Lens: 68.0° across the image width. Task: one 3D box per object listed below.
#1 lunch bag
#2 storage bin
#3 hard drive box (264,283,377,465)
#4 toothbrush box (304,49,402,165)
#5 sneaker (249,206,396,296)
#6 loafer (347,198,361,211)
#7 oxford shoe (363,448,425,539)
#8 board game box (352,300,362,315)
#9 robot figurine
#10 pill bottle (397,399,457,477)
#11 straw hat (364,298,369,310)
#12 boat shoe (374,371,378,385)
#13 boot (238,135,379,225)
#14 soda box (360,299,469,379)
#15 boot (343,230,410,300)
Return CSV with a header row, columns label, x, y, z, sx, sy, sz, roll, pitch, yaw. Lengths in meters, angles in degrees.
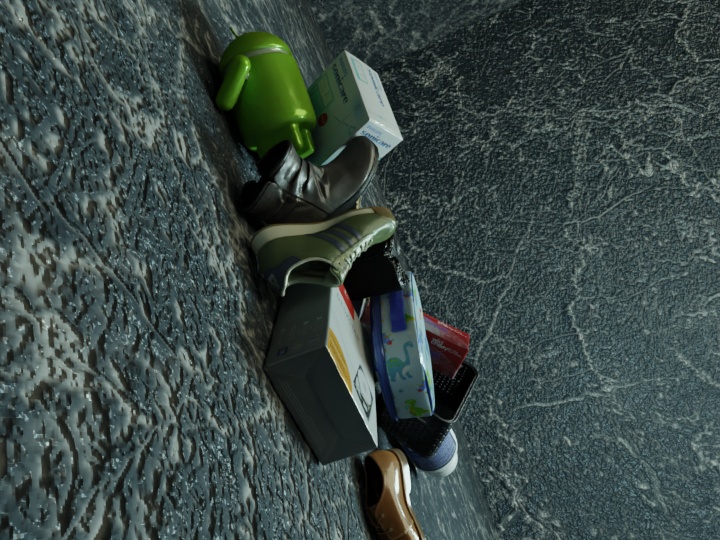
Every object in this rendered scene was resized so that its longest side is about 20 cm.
label,x,y,z,sx,sy,sz,roll,pitch,yaw
lunch bag,0.062,0.108,0.816,0.201,0.081,0.162,-90,170,-52
storage bin,0.121,0.227,0.984,0.134,0.095,0.200,31,30,14
hard drive box,-0.042,0.110,0.681,0.201,0.076,0.157,-92,160,-63
toothbrush box,-0.046,-0.218,0.858,0.085,0.199,0.148,14,51,-47
sneaker,-0.033,-0.018,0.677,0.091,0.197,0.067,65,-27,27
loafer,-0.031,-0.147,1.020,0.068,0.074,0.204,34,58,-73
oxford shoe,0.040,0.352,0.737,0.071,0.071,0.202,17,48,-42
board game box,0.000,0.000,0.934,0.200,0.041,0.203,-59,163,-79
robot figurine,-0.137,-0.257,0.790,0.175,0.114,0.203,-13,82,-69
pill bottle,0.139,0.350,1.113,0.112,0.110,0.201,-100,166,-48
straw hat,0.037,0.065,1.213,0.201,0.084,0.204,-18,90,-77
boat shoe,0.010,0.170,0.925,0.068,0.072,0.200,44,11,10
boot,-0.062,-0.130,0.711,0.069,0.201,0.132,19,-18,44
soda box,0.098,0.115,0.981,0.198,0.071,0.063,26,23,3
boot,-0.029,-0.043,0.795,0.076,0.166,0.203,11,59,-74
